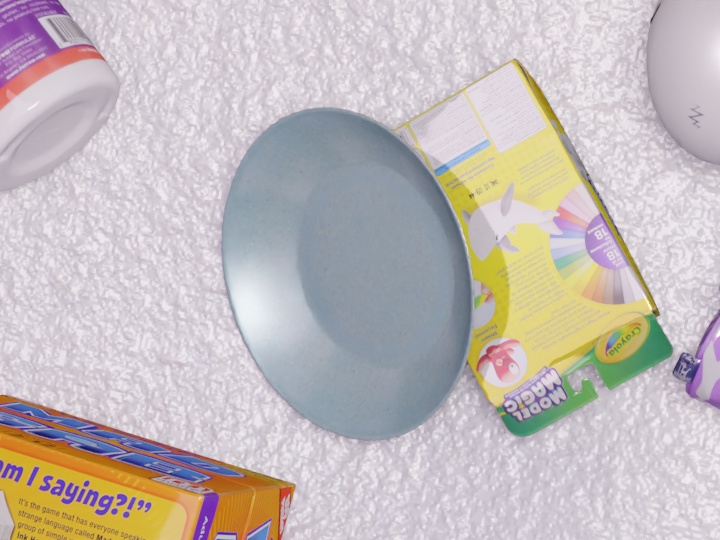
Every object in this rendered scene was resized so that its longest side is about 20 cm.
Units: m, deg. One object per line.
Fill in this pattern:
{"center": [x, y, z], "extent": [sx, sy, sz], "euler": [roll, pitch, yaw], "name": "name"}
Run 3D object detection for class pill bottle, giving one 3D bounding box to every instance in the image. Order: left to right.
{"center": [-0.251, -0.158, 1.296], "extent": [0.111, 0.111, 0.200], "euler": [-41, 78, 8], "name": "pill bottle"}

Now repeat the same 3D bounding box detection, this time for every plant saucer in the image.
{"center": [0.000, 0.000, 1.237], "extent": [0.200, 0.039, 0.202], "euler": [13, 109, 40], "name": "plant saucer"}

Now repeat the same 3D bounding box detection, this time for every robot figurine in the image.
{"center": [0.262, -0.123, 1.170], "extent": [0.199, 0.125, 0.151], "euler": [-3, 80, 13], "name": "robot figurine"}

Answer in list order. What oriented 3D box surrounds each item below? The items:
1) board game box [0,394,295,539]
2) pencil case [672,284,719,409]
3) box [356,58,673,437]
{"center": [-0.178, 0.196, 1.211], "extent": [0.199, 0.200, 0.201], "euler": [15, 90, 14], "name": "board game box"}
{"center": [0.282, 0.070, 1.170], "extent": [0.199, 0.084, 0.086], "euler": [25, 129, 12], "name": "pencil case"}
{"center": [0.095, -0.011, 1.240], "extent": [0.117, 0.048, 0.201], "euler": [-29, 78, 10], "name": "box"}
